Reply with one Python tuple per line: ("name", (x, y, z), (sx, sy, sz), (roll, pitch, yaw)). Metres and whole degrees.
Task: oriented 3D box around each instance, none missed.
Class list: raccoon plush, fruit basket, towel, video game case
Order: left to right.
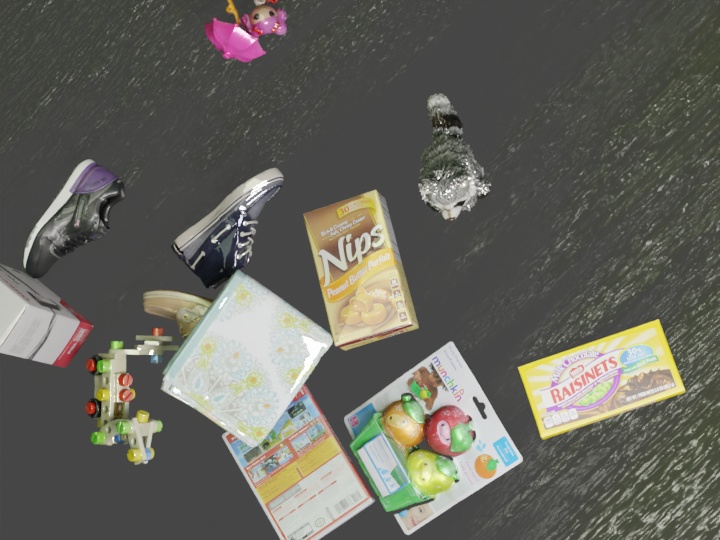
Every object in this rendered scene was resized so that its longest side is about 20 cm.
("towel", (-0.161, 0.126, 1.655), (0.171, 0.048, 0.200), (35, 92, -7))
("video game case", (-0.089, 0.278, 1.667), (0.143, 0.017, 0.201), (-35, 73, 6))
("fruit basket", (0.089, 0.225, 1.577), (0.200, 0.094, 0.186), (-38, 72, 26))
("raccoon plush", (0.105, -0.161, 1.635), (0.096, 0.134, 0.201), (-26, 74, 10))

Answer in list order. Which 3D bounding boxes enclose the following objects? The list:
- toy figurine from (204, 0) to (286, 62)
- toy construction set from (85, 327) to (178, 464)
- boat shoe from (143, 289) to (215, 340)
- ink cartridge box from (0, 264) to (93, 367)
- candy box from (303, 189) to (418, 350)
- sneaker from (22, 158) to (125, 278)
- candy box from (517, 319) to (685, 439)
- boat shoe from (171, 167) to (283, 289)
("toy figurine", (-0.170, -0.409, 1.780), (0.199, 0.150, 0.185), (-12, 90, -13))
("toy construction set", (-0.333, 0.175, 1.709), (0.131, 0.092, 0.201), (-1, 72, 42))
("boat shoe", (-0.229, 0.077, 1.712), (0.199, 0.074, 0.070), (12, 77, 16))
("ink cartridge box", (-0.503, 0.059, 1.721), (0.146, 0.200, 0.083), (35, 89, 17))
("candy box", (0.000, 0.000, 1.675), (0.115, 0.055, 0.201), (-17, 76, 11))
("sneaker", (-0.432, -0.066, 1.794), (0.087, 0.076, 0.201), (31, 89, 12))
("candy box", (0.320, 0.145, 1.580), (0.199, 0.026, 0.103), (-20, 72, 10))
("boat shoe", (-0.174, -0.057, 1.730), (0.200, 0.075, 0.093), (-38, 79, 13))
